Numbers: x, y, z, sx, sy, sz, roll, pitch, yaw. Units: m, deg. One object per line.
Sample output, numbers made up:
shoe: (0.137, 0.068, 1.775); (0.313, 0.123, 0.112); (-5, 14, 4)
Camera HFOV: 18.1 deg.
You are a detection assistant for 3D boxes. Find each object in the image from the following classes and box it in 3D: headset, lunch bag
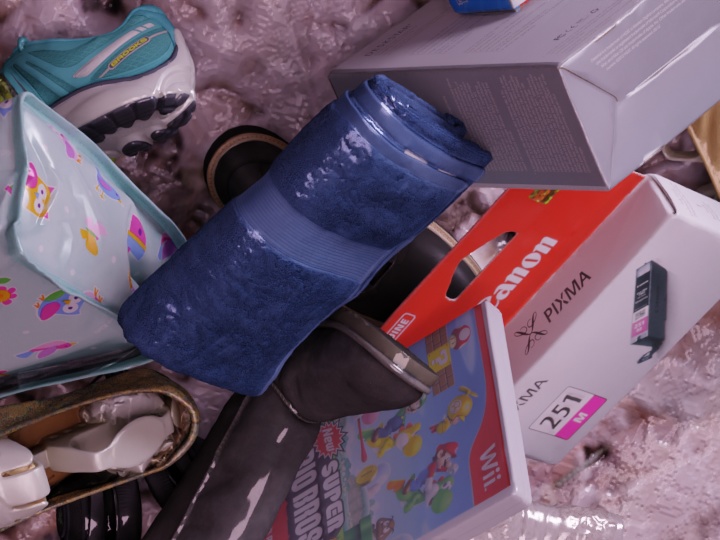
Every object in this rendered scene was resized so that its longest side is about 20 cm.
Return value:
headset: (-0.134, 0.132, 1.395); (0.123, 0.094, 0.201); (-18, 125, -10)
lunch bag: (-0.195, 0.008, 1.262); (0.169, 0.123, 0.200); (-16, 150, 24)

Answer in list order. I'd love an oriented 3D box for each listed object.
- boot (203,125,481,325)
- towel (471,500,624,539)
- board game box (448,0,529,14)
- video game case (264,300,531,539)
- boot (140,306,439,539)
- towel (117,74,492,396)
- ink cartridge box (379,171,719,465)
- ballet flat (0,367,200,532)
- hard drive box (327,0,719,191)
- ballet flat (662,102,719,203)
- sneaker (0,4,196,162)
boot: (0.000, 0.000, 1.330); (0.199, 0.138, 0.078); (27, 101, -18)
towel: (0.067, 0.224, 1.310); (0.132, 0.034, 0.202); (14, 97, -22)
board game box: (0.095, -0.277, 1.259); (0.195, 0.056, 0.201); (-38, 113, -29)
video game case: (0.006, 0.119, 1.297); (0.199, 0.144, 0.017); (-32, 130, 24)
boot: (-0.052, 0.117, 1.278); (0.072, 0.182, 0.201); (38, 79, -20)
towel: (-0.030, -0.015, 1.195); (0.200, 0.049, 0.111); (-42, 147, 18)
ink cartridge box: (0.117, 0.023, 1.350); (0.173, 0.044, 0.200); (18, 123, -44)
ballet flat: (-0.174, 0.106, 1.258); (0.199, 0.070, 0.071); (-20, 113, -34)
hard drive box: (0.105, -0.116, 1.256); (0.156, 0.199, 0.077); (-37, 114, -29)
ballet flat: (0.225, -0.068, 1.404); (0.063, 0.069, 0.201); (-15, 110, 24)
sneaker: (-0.189, -0.091, 1.306); (0.199, 0.078, 0.080); (-20, 66, 8)
